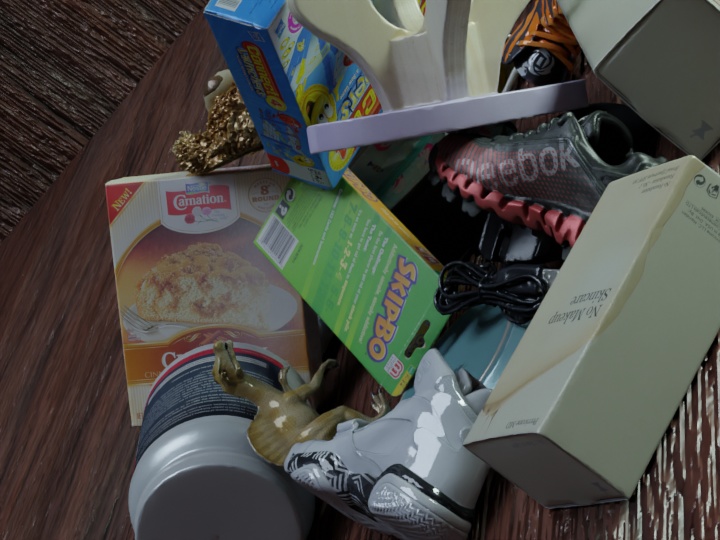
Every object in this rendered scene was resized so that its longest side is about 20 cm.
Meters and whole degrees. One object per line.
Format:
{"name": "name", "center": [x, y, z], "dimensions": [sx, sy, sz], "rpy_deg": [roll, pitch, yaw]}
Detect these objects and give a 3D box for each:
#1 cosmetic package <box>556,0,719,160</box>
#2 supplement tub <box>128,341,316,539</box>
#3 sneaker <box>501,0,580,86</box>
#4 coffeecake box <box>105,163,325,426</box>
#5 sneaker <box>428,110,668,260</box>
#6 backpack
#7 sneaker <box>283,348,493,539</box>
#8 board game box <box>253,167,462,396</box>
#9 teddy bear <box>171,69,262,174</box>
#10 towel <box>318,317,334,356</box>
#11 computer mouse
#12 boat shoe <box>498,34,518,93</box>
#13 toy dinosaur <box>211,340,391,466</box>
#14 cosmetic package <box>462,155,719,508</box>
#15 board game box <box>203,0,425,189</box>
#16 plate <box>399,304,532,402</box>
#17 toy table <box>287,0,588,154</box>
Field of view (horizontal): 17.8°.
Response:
{"name": "cosmetic package", "center": [0.210, -0.164, 1.585], "dimensions": [0.087, 0.103, 0.200], "rpy_deg": [-47, 17, 14]}
{"name": "supplement tub", "center": [-0.103, 0.154, 1.750], "dimensions": [0.140, 0.140, 0.200], "rpy_deg": [-49, 15, 18]}
{"name": "sneaker", "center": [0.175, -0.196, 1.847], "dimensions": [0.112, 0.077, 0.200], "rpy_deg": [-58, 4, -1]}
{"name": "coffeecake box", "center": [-0.117, 0.018, 1.874], "dimensions": [0.073, 0.153, 0.201], "rpy_deg": [-46, -49, -80]}
{"name": "sneaker", "center": [0.128, -0.065, 1.512], "dimensions": [0.200, 0.071, 0.098], "rpy_deg": [26, 102, 43]}
{"name": "backpack", "center": [0.041, -0.078, 1.845], "dimensions": [0.178, 0.150, 0.200], "rpy_deg": [-47, 11, 27]}
{"name": "sneaker", "center": [0.031, 0.115, 1.527], "dimensions": [0.115, 0.075, 0.200], "rpy_deg": [-59, 28, -12]}
{"name": "board game box", "center": [0.000, 0.000, 1.720], "dimensions": [0.200, 0.030, 0.096], "rpy_deg": [48, 116, 39]}
{"name": "teddy bear", "center": [-0.082, -0.130, 1.826], "dimensions": [0.145, 0.067, 0.200], "rpy_deg": [-26, 1, 29]}
{"name": "towel", "center": [-0.081, 0.080, 2.042], "dimensions": [0.200, 0.048, 0.171], "rpy_deg": [-29, 31, 57]}
{"name": "computer mouse", "center": [0.133, -0.053, 1.608], "dimensions": [0.138, 0.053, 0.200], "rpy_deg": [1, 47, 55]}
{"name": "boat shoe", "center": [0.078, -0.126, 1.980], "dimensions": [0.200, 0.071, 0.070], "rpy_deg": [-52, 11, -21]}
{"name": "toy dinosaur", "center": [-0.030, 0.122, 1.674], "dimensions": [0.101, 0.200, 0.058], "rpy_deg": [-22, -39, -37]}
{"name": "cosmetic package", "center": [0.154, 0.037, 1.362], "dimensions": [0.200, 0.073, 0.103], "rpy_deg": [-58, 16, -21]}
{"name": "board game box", "center": [-0.019, -0.197, 1.691], "dimensions": [0.200, 0.056, 0.196], "rpy_deg": [-59, -28, -23]}
{"name": "plate", "center": [0.072, 0.076, 1.616], "dimensions": [0.200, 0.026, 0.200], "rpy_deg": [-48, 15, 18]}
{"name": "toy table", "center": [0.052, -0.153, 1.589], "dimensions": [0.200, 0.117, 0.184], "rpy_deg": [-13, 4, -26]}
